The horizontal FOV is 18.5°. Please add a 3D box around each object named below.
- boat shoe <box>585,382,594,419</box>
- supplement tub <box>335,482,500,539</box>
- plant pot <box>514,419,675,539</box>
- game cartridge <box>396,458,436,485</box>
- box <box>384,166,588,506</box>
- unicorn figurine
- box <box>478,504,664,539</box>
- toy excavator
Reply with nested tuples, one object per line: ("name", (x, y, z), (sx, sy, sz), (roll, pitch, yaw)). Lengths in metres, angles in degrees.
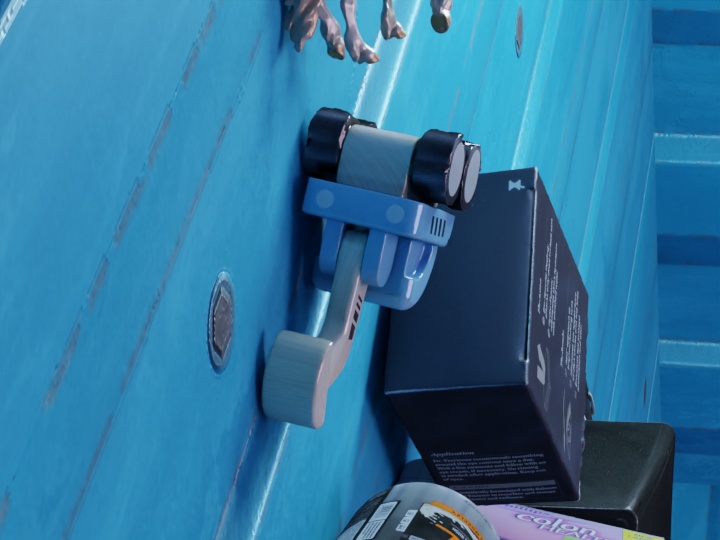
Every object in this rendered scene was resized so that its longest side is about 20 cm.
("boat shoe", (0.241, 0.161, 2.573), (0.200, 0.075, 0.061), (80, 24, -49))
("supplement tub", (0.025, 0.228, 1.502), (0.200, 0.122, 0.123), (-45, 136, -72))
("plant pot", (0.187, 0.255, 2.021), (0.177, 0.199, 0.201), (-60, 152, -77))
("game cartridge", (0.039, 0.251, 1.774), (0.200, 0.040, 0.134), (-71, 163, -53))
("box", (0.105, 0.056, 1.761), (0.200, 0.117, 0.198), (62, 28, -53))
("unicorn figurine", (0.009, -0.213, 1.426), (0.200, 0.073, 0.138), (-43, 124, -64))
("box", (0.156, 0.316, 1.896), (0.097, 0.175, 0.201), (-59, 162, -76))
("toy excavator", (0.000, 0.000, 1.431), (0.194, 0.099, 0.201), (8, 94, -76))
